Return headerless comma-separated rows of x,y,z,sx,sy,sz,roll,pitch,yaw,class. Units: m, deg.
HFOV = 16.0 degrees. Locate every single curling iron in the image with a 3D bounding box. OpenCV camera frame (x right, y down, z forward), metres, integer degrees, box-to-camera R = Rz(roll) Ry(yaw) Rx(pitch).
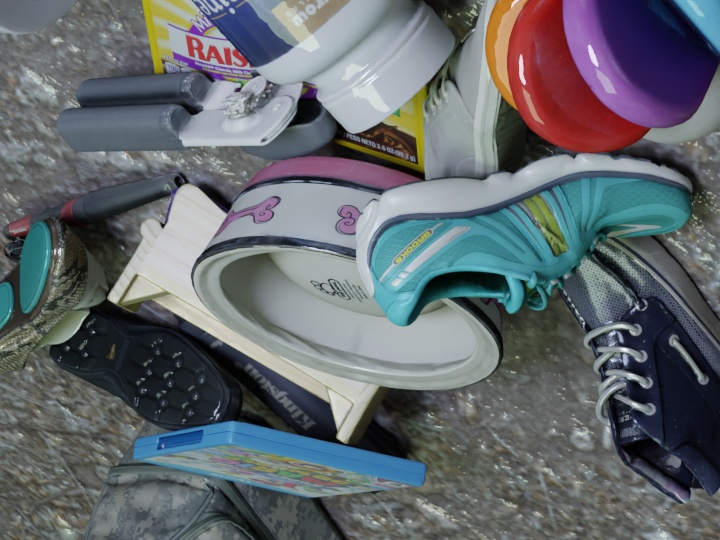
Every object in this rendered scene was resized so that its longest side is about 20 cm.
-0.186,-0.039,1.799,0.050,0.026,0.200,28,147,-31,curling iron

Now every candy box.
-0.042,-0.128,1.563,0.200,0.026,0.102,20,142,21,candy box

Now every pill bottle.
-0.042,-0.175,1.426,0.200,0.111,0.111,47,144,-15,pill bottle

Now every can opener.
-0.107,-0.090,1.598,0.200,0.053,0.066,4,141,40,can opener

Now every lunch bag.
-0.115,0.231,1.938,0.139,0.168,0.200,1,134,40,lunch bag

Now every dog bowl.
0.000,0.000,1.600,0.200,0.074,0.200,14,158,6,dog bowl

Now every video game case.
-0.059,0.132,1.772,0.143,0.018,0.200,14,168,-21,video game case

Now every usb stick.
-0.048,0.085,1.824,0.200,0.033,0.055,43,146,-11,usb stick

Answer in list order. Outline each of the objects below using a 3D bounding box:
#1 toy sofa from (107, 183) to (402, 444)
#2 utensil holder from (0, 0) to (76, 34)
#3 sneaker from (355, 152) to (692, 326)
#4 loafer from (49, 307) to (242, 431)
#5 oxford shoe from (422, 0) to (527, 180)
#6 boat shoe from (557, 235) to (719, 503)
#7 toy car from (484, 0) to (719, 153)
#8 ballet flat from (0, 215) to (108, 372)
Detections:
-0.062,0.029,1.734,0.200,0.098,0.083,30,178,7,toy sofa
-0.271,-0.227,1.511,0.200,0.170,0.170,12,140,28,utensil holder
0.097,-0.013,1.471,0.200,0.080,0.078,-12,154,-8,sneaker
-0.144,0.072,1.842,0.070,0.068,0.200,21,180,-43,loafer
0.065,-0.099,1.468,0.058,0.075,0.200,23,150,12,oxford shoe
0.166,0.052,1.547,0.200,0.093,0.075,43,145,-13,boat shoe
0.142,-0.131,1.292,0.175,0.150,0.200,46,144,-16,toy car
-0.224,0.019,1.825,0.075,0.068,0.200,8,150,-27,ballet flat
